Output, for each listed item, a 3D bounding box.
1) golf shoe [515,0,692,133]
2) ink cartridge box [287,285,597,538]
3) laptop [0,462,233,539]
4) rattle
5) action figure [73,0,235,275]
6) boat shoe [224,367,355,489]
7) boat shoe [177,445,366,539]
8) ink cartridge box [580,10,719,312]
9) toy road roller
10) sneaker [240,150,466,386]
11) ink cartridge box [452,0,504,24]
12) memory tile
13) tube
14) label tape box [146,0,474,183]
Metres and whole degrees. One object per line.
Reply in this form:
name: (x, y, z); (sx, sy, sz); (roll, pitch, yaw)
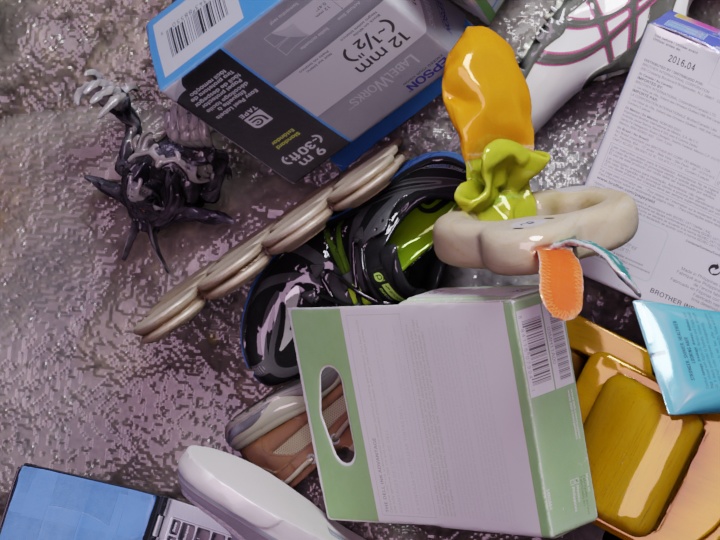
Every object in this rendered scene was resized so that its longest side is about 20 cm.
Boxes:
golf shoe: (0.163, -0.153, 1.574); (0.088, 0.077, 0.200); (39, 94, 2)
ink cartridge box: (0.048, 0.085, 1.490); (0.199, 0.048, 0.147); (-1, 102, 49)
laptop: (-0.140, 0.244, 1.569); (0.199, 0.116, 0.189); (17, 88, 11)
rattle: (0.106, -0.060, 1.417); (0.129, 0.200, 0.144); (9, 99, 1)
action figure: (-0.129, -0.103, 1.607); (0.118, 0.102, 0.202); (15, 87, 26)
boat shoe: (0.006, 0.085, 1.574); (0.199, 0.076, 0.072); (-30, 89, 25)
boat shoe: (-0.044, 0.187, 1.559); (0.199, 0.072, 0.069); (34, 101, -21)
ink cartridge box: (0.224, -0.074, 1.524); (0.136, 0.076, 0.201); (24, 110, 11)
toy road roller: (0.149, 0.102, 1.513); (0.199, 0.146, 0.124); (27, 89, 12)
sneaker: (0.001, 0.000, 1.577); (0.199, 0.083, 0.071); (-39, 113, 5)
ink cartridge box: (0.049, -0.214, 1.535); (0.104, 0.200, 0.060); (35, 93, 12)
memory tile: (-0.054, -0.020, 1.561); (0.199, 0.153, 0.017); (-34, 96, 7)
tube: (0.257, 0.058, 1.486); (0.050, 0.199, 0.078); (-53, 44, 41)
label tape box: (-0.015, -0.128, 1.525); (0.143, 0.200, 0.066); (-35, 45, 21)
